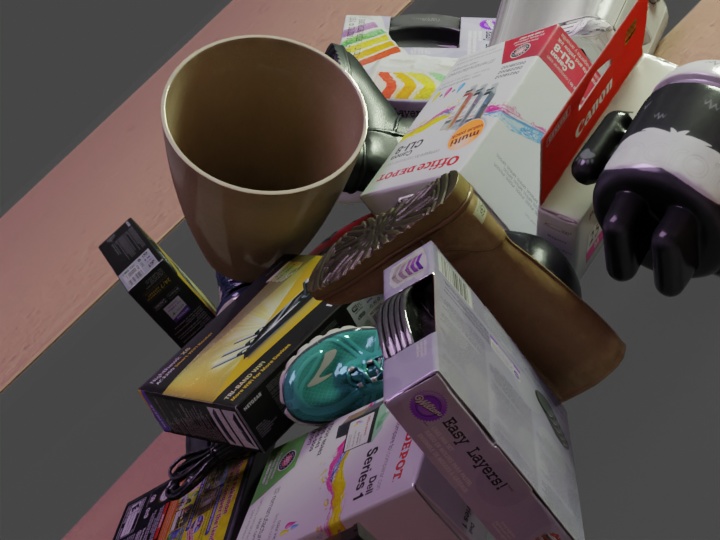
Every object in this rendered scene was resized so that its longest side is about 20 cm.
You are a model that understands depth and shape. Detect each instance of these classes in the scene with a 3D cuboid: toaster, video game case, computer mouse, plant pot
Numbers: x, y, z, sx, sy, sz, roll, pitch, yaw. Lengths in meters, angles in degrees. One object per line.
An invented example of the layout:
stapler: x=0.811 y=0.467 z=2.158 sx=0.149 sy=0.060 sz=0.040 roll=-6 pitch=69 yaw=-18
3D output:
toaster: x=0.203 y=-0.224 z=1.843 sx=0.199 sy=0.114 sz=0.129 roll=-15 pitch=35 yaw=34
video game case: x=-0.168 y=0.249 z=1.704 sx=0.180 sy=0.026 sz=0.200 roll=-31 pitch=23 yaw=26
computer mouse: x=0.118 y=-0.002 z=1.563 sx=0.053 sy=0.139 sz=0.200 roll=-43 pitch=30 yaw=-23
computer mouse: x=-0.121 y=0.132 z=1.751 sx=0.138 sy=0.053 sz=0.200 roll=-34 pitch=10 yaw=14
plant pot: x=-0.096 y=-0.083 z=1.739 sx=0.188 sy=0.187 sz=0.200 roll=-57 pitch=-13 yaw=-35

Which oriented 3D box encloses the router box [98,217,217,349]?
router box: x=-0.195 y=0.035 z=1.973 sx=0.052 sy=0.157 sz=0.200 roll=-42 pitch=22 yaw=-3

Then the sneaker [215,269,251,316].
sneaker: x=-0.119 y=0.014 z=1.879 sx=0.075 sy=0.085 sz=0.200 roll=-21 pitch=-4 yaw=0

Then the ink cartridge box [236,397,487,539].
ink cartridge box: x=0.008 y=0.179 z=1.457 sx=0.200 sy=0.084 sz=0.145 roll=-28 pitch=25 yaw=32

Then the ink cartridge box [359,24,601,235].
ink cartridge box: x=0.129 y=-0.093 z=1.685 sx=0.145 sy=0.145 sz=0.200 roll=-11 pitch=37 yaw=51

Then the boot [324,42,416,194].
boot: x=0.044 y=-0.134 z=1.839 sx=0.201 sy=0.167 sz=0.077 roll=-103 pitch=32 yaw=-46

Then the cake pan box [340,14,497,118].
cake pan box: x=0.066 y=-0.209 z=1.983 sx=0.183 sy=0.053 sz=0.200 roll=4 pitch=35 yaw=4

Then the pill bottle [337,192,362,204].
pill bottle: x=-0.011 y=-0.171 z=2.101 sx=0.119 sy=0.120 sz=0.200 roll=-33 pitch=23 yaw=20

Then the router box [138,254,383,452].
router box: x=-0.074 y=0.067 z=1.618 sx=0.200 sy=0.052 sz=0.157 roll=-44 pitch=27 yaw=-28

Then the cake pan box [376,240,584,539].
cake pan box: x=0.086 y=0.096 z=1.329 sx=0.052 sy=0.200 sz=0.184 roll=-32 pitch=26 yaw=16

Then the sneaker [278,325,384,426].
sneaker: x=0.029 y=0.076 z=1.522 sx=0.199 sy=0.078 sz=0.080 roll=-15 pitch=1 yaw=-14

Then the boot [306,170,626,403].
boot: x=0.080 y=0.036 z=1.451 sx=0.175 sy=0.200 sz=0.066 roll=-29 pitch=25 yaw=35

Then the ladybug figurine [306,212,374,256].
ladybug figurine: x=0.000 y=0.000 z=1.825 sx=0.200 sy=0.072 sz=0.136 roll=-32 pitch=24 yaw=23

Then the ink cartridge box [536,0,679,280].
ink cartridge box: x=0.212 y=-0.112 z=1.569 sx=0.043 sy=0.174 sz=0.200 roll=25 pitch=59 yaw=19

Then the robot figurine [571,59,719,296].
robot figurine: x=0.260 y=-0.074 z=1.464 sx=0.200 sy=0.150 sz=0.125 roll=-56 pitch=9 yaw=-31
